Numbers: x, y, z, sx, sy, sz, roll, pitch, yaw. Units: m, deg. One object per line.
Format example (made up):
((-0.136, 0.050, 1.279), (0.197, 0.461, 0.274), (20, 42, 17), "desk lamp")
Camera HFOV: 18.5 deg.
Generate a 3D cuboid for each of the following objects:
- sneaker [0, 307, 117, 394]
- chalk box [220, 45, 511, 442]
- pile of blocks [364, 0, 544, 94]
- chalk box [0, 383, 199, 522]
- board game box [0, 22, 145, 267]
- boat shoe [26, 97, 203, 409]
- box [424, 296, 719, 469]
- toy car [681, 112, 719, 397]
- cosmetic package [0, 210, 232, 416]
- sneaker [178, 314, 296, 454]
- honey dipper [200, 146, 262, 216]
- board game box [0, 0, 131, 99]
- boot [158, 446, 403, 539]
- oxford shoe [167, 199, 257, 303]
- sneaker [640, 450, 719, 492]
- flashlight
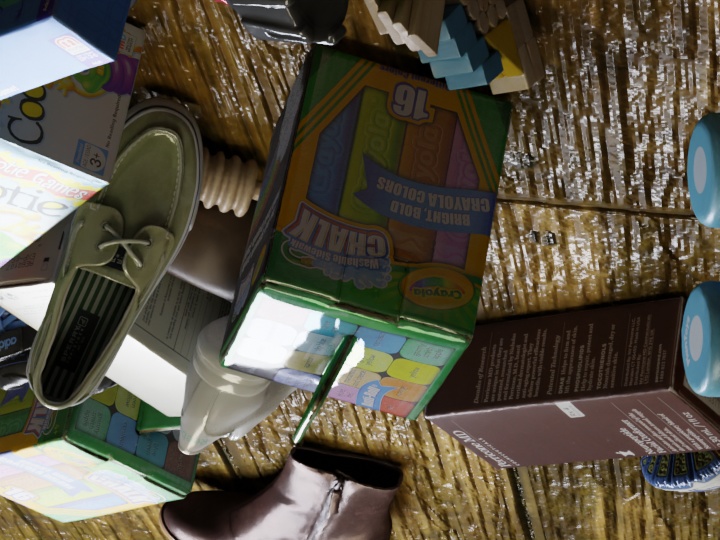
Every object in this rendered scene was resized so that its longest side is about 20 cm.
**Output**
((-0.240, 0.018, 1.503), (0.199, 0.112, 0.077), (28, 149, -31), "sneaker")
((0.000, 0.000, 1.250), (0.123, 0.201, 0.125), (15, 154, -9), "chalk box")
((0.022, -0.136, 1.121), (0.062, 0.083, 0.200), (-6, 150, 32), "pile of blocks")
((-0.193, 0.098, 1.635), (0.124, 0.125, 0.199), (30, 147, -35), "chalk box")
((-0.222, -0.081, 1.303), (0.103, 0.105, 0.200), (22, 153, -24), "board game box")
((-0.144, -0.006, 1.327), (0.072, 0.201, 0.062), (20, -172, -12), "boat shoe")
((0.154, 0.080, 1.518), (0.199, 0.075, 0.100), (-8, 149, 38), "box")
((0.258, -0.012, 1.246), (0.183, 0.178, 0.200), (0, -176, -8), "toy car")
((-0.151, 0.010, 1.462), (0.073, 0.104, 0.200), (-6, 149, 35), "cosmetic package")
((-0.072, 0.069, 1.457), (0.075, 0.089, 0.200), (30, -162, 14), "sneaker")
((-0.018, -0.039, 1.389), (0.199, 0.038, 0.038), (13, 154, -10), "honey dipper")
((-0.183, -0.153, 1.088), (0.199, 0.153, 0.045), (-14, 144, 41), "board game box")
((-0.068, 0.190, 1.863), (0.199, 0.073, 0.167), (13, 142, 0), "boot")
((-0.054, 0.002, 1.410), (0.199, 0.085, 0.073), (18, 118, -20), "oxford shoe")
((0.284, 0.124, 1.551), (0.088, 0.076, 0.200), (26, 151, -29), "sneaker")
((-0.089, -0.146, 1.100), (0.199, 0.068, 0.068), (15, -171, 38), "flashlight")
